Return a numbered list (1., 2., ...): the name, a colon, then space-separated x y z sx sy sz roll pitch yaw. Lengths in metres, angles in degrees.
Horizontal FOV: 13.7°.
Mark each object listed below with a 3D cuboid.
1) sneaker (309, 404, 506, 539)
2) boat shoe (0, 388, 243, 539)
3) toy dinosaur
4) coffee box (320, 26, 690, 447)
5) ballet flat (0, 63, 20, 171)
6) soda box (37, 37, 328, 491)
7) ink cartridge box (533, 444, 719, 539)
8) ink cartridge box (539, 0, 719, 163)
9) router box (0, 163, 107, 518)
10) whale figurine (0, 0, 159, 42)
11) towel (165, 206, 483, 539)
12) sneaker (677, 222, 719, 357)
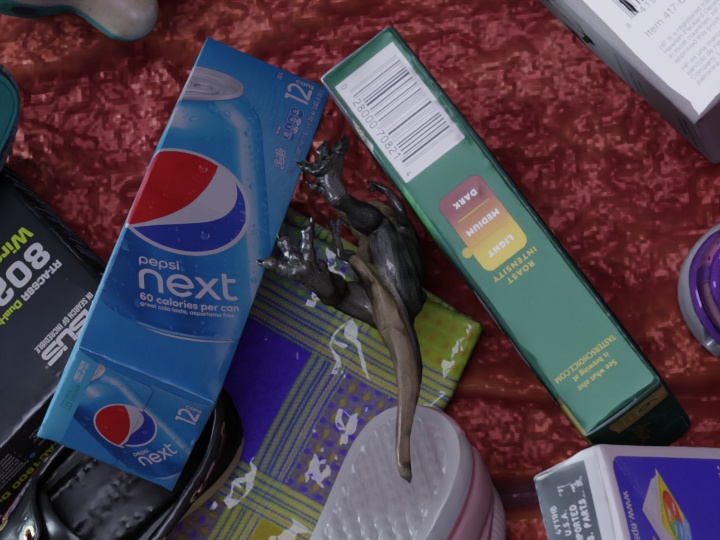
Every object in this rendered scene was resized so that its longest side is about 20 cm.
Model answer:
1. sneaker: 0.000 0.161 1.291 0.075 0.105 0.200 27 81 27
2. boat shoe: -0.131 0.122 1.317 0.074 0.063 0.201 39 81 16
3. toy dinosaur: 0.000 0.000 1.283 0.047 0.200 0.088 -32 117 17
4. coffee box: 0.064 -0.006 1.305 0.044 0.123 0.200 -37 74 2
5. ballet flat: -0.217 -0.006 1.336 0.072 0.072 0.201 24 81 16
6. soda box: -0.074 -0.006 1.301 0.064 0.068 0.200 23 47 -5
7. ink cartridge box: 0.162 0.172 1.226 0.043 0.200 0.198 -24 72 37
8. ink cartridge box: 0.135 -0.172 1.340 0.146 0.084 0.200 -44 72 1
9. router box: -0.205 0.050 1.376 0.200 0.062 0.150 -47 65 0
10. whale figurine: -0.120 -0.177 1.389 0.200 0.104 0.159 -2 76 -28
11. towel: -0.048 0.078 1.366 0.144 0.023 0.200 31 87 18
12. sneaker: 0.222 0.037 1.278 0.200 0.088 0.081 30 86 16
